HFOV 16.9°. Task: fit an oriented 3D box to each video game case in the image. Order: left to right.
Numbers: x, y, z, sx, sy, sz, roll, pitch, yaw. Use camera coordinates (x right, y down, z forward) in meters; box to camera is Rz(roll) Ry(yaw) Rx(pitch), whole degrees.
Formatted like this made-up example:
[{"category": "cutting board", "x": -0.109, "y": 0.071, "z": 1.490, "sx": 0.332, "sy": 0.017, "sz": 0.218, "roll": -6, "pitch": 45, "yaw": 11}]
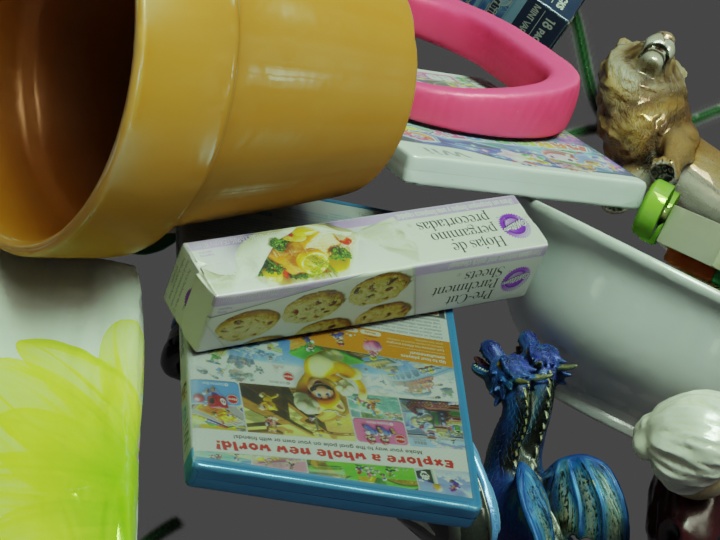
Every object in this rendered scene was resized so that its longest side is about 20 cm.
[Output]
[{"category": "video game case", "x": -0.020, "y": 0.036, "z": 1.199, "sx": 0.143, "sy": 0.018, "sz": 0.200, "roll": 11, "pitch": 42, "yaw": -16}, {"category": "video game case", "x": 0.049, "y": -0.079, "z": 1.341, "sx": 0.143, "sy": 0.018, "sz": 0.200, "roll": 6, "pitch": 18, "yaw": -26}]

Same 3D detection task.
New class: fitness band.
[{"category": "fitness band", "x": 0.040, "y": -0.125, "z": 1.374, "sx": 0.143, "sy": 0.037, "sz": 0.200, "roll": 4, "pitch": 22, "yaw": -27}]

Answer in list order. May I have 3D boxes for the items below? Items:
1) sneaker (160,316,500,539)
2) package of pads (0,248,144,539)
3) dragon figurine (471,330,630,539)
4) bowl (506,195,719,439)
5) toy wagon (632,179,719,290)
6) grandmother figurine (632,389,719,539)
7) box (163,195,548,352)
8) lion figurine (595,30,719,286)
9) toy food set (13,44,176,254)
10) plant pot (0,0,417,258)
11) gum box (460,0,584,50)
[{"category": "sneaker", "x": -0.018, "y": 0.085, "z": 1.216, "sx": 0.200, "sy": 0.071, "sz": 0.083, "roll": 37, "pitch": 48, "yaw": 10}, {"category": "package of pads", "x": -0.177, "y": 0.073, "z": 1.131, "sx": 0.154, "sy": 0.068, "sz": 0.200, "roll": 12, "pitch": 50, "yaw": -20}, {"category": "dragon figurine", "x": 0.094, "y": 0.128, "z": 1.218, "sx": 0.059, "sy": 0.099, "sz": 0.200, "roll": -3, "pitch": 57, "yaw": -31}, {"category": "bowl", "x": 0.155, "y": 0.042, "z": 1.301, "sx": 0.201, "sy": 0.090, "sz": 0.201, "roll": 25, "pitch": 3, "yaw": -1}, {"category": "toy wagon", "x": 0.217, "y": 0.002, "z": 1.276, "sx": 0.155, "sy": 0.040, "sz": 0.200, "roll": 26, "pitch": 3, "yaw": 10}, {"category": "grandmother figurine", "x": 0.160, "y": 0.125, "z": 1.187, "sx": 0.060, "sy": 0.200, "sz": 0.121, "roll": -8, "pitch": 51, "yaw": -3}, {"category": "box", "x": 0.000, "y": 0.000, "z": 1.201, "sx": 0.200, "sy": 0.041, "sz": 0.039, "roll": -8, "pitch": 50, "yaw": -33}, {"category": "lion figurine", "x": 0.212, "y": -0.049, "z": 1.460, "sx": 0.200, "sy": 0.072, "sz": 0.123, "roll": 45, "pitch": 32, "yaw": -9}, {"category": "toy food set", "x": -0.107, "y": -0.110, "z": 1.285, "sx": 0.198, "sy": 0.049, "sz": 0.200, "roll": 26, "pitch": 75, "yaw": -16}, {"category": "plant pot", "x": -0.081, "y": -0.104, "z": 1.178, "sx": 0.183, "sy": 0.200, "sz": 0.200, "roll": 2, "pitch": 54, "yaw": -36}, {"category": "gum box", "x": 0.071, "y": -0.244, "z": 1.543, "sx": 0.200, "sy": 0.045, "sz": 0.170, "roll": 34, "pitch": 45, "yaw": 0}]
